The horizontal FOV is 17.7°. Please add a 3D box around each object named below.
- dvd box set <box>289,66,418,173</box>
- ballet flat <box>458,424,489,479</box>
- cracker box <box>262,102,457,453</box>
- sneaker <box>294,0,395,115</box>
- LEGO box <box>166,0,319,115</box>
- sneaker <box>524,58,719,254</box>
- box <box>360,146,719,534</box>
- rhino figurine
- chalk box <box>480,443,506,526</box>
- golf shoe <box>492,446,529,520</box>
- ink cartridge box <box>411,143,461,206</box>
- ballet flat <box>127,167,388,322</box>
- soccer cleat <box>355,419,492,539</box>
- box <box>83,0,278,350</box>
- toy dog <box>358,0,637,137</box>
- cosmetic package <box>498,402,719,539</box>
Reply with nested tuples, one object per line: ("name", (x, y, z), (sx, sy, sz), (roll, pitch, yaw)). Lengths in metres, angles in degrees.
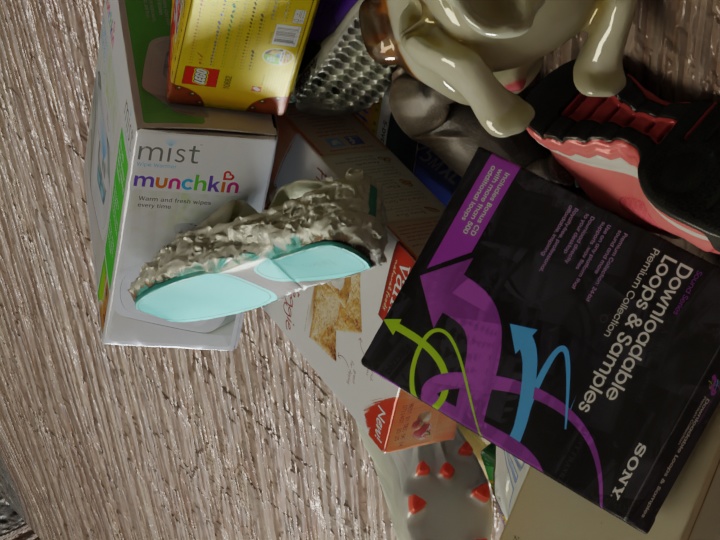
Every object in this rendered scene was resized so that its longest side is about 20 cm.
("dvd box set", (-0.033, -0.115, 1.547), (0.200, 0.029, 0.147), (41, 134, 40))
("ballet flat", (0.077, 0.078, 1.565), (0.200, 0.069, 0.063), (45, 146, 13))
("cracker box", (0.000, 0.000, 1.444), (0.200, 0.057, 0.135), (47, 135, 43))
("sneaker", (0.008, -0.177, 1.391), (0.200, 0.069, 0.100), (-37, 54, 53))
("LEGO box", (-0.063, -0.207, 1.355), (0.200, 0.076, 0.150), (112, 161, -61))
("sneaker", (0.175, -0.051, 1.261), (0.200, 0.074, 0.087), (36, 168, 47))
("box", (0.110, 0.034, 1.263), (0.199, 0.144, 0.036), (29, 179, 35))
("rhino figurine", (0.098, -0.066, 1.375), (0.200, 0.060, 0.087), (41, 150, -16))
("chalk box", (0.194, 0.163, 1.461), (0.200, 0.124, 0.125), (34, 153, 42))
("golf shoe", (0.121, 0.146, 1.384), (0.097, 0.078, 0.202), (151, 117, -62))
("ink cartridge box", (0.075, -0.024, 1.542), (0.119, 0.042, 0.201), (40, 154, 31))
("ballet flat", (-0.057, -0.016, 1.400), (0.199, 0.072, 0.072), (-14, 115, 40))
("soccer cleat", (0.038, 0.123, 1.521), (0.078, 0.069, 0.202), (122, 138, -58))
("box", (-0.120, -0.079, 1.518), (0.201, 0.096, 0.177), (-103, 20, -49))
("toy dog", (0.060, -0.159, 1.210), (0.194, 0.139, 0.200), (49, 161, 12))
("cosmetic package", (0.161, 0.097, 1.280), (0.103, 0.201, 0.073), (20, 175, 29))
